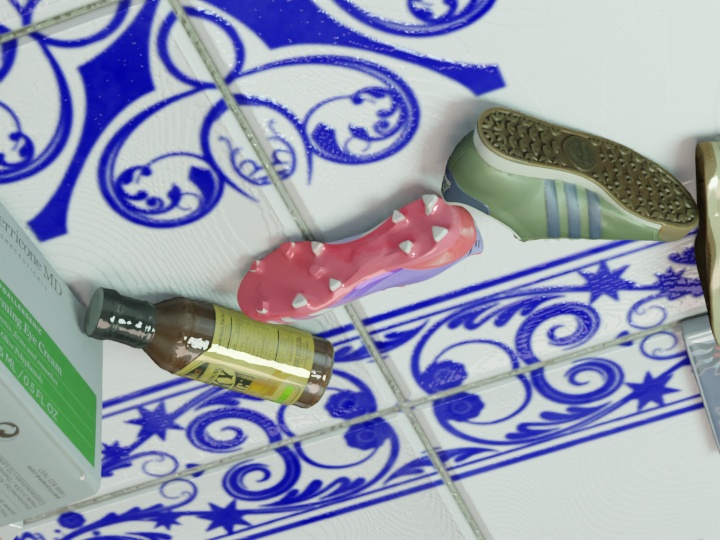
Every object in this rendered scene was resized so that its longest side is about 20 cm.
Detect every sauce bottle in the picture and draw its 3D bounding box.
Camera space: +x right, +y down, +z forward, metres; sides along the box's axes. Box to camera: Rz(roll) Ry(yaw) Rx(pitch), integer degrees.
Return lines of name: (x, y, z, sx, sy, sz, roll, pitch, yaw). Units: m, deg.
sauce bottle: (-0.121, 0.059, 1.600, 0.200, 0.065, 0.065, 17, 132, -20)

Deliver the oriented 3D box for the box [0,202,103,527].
box: (-0.325, 0.082, 1.522, 0.200, 0.172, 0.199, -20, 134, 13)

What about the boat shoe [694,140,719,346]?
boat shoe: (0.298, -0.018, 1.562, 0.064, 0.071, 0.200, -8, 135, 3)

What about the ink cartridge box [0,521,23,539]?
ink cartridge box: (-0.366, 0.212, 1.726, 0.116, 0.068, 0.200, 20, 130, -25)

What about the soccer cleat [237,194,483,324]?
soccer cleat: (0.000, 0.000, 1.556, 0.200, 0.067, 0.076, -23, 150, 19)

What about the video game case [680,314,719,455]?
video game case: (0.388, 0.081, 1.709, 0.200, 0.023, 0.182, -16, 135, 10)

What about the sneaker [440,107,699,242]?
sneaker: (0.151, -0.056, 1.516, 0.200, 0.067, 0.090, 19, 138, -24)
